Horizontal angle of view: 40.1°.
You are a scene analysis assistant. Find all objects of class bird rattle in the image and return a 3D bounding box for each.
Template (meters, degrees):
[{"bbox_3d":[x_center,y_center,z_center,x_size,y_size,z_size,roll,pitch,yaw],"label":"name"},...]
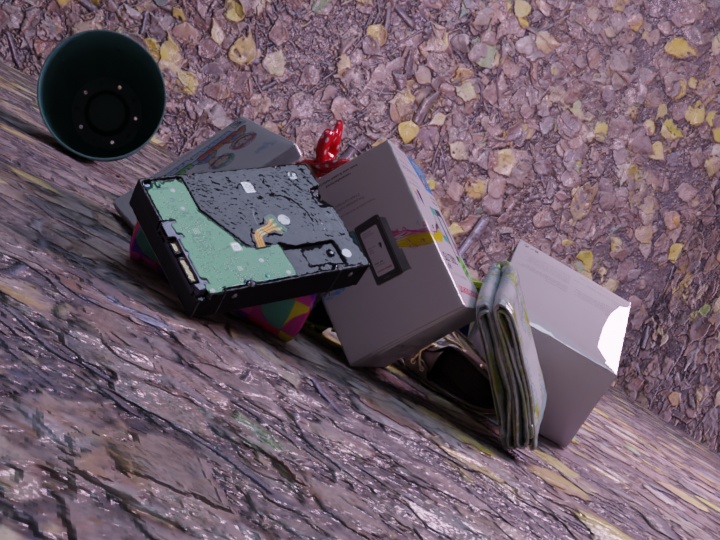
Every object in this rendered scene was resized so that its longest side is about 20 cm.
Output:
[{"bbox_3d":[-0.090,-0.092,1.178,0.198,0.115,0.162,-11,17,45],"label":"bird rattle"}]

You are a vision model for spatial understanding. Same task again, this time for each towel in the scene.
[{"bbox_3d":[0.174,0.093,1.122,0.047,0.175,0.200,-9,11,14],"label":"towel"}]

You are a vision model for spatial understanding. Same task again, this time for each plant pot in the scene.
[{"bbox_3d":[-0.417,-0.270,1.610,0.198,0.204,0.161,27,-8,-10],"label":"plant pot"}]

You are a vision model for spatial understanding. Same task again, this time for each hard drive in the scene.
[{"bbox_3d":[-0.102,-0.033,0.933,0.198,0.038,0.141,-11,57,-42],"label":"hard drive"}]

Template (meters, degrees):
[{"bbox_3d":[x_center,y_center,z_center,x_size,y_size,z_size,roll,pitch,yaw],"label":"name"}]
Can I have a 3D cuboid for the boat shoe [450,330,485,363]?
[{"bbox_3d":[0.112,0.107,1.282,0.199,0.073,0.072,37,5,3],"label":"boat shoe"}]

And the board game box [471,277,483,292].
[{"bbox_3d":[0.085,0.014,1.430,0.100,0.049,0.200,9,7,-23],"label":"board game box"}]

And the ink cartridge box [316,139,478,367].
[{"bbox_3d":[0.030,-0.011,1.117,0.203,0.144,0.146,66,13,12],"label":"ink cartridge box"}]

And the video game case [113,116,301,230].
[{"bbox_3d":[-0.184,-0.105,1.154,0.182,0.198,0.024,33,-24,58],"label":"video game case"}]

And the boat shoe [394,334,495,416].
[{"bbox_3d":[0.096,0.111,1.215,0.198,0.072,0.060,35,1,7],"label":"boat shoe"}]

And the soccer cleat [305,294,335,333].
[{"bbox_3d":[-0.072,0.015,1.130,0.199,0.082,0.067,25,4,-46],"label":"soccer cleat"}]

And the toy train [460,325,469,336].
[{"bbox_3d":[0.074,0.087,1.408,0.114,0.087,0.199,12,5,27],"label":"toy train"}]

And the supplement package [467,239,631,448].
[{"bbox_3d":[0.256,0.099,1.389,0.189,0.149,0.200,29,33,5],"label":"supplement package"}]

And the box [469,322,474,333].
[{"bbox_3d":[0.134,0.086,1.600,0.198,0.099,0.124,29,4,17],"label":"box"}]

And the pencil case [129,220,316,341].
[{"bbox_3d":[-0.130,-0.008,0.981,0.197,0.090,0.088,27,4,-10],"label":"pencil case"}]
